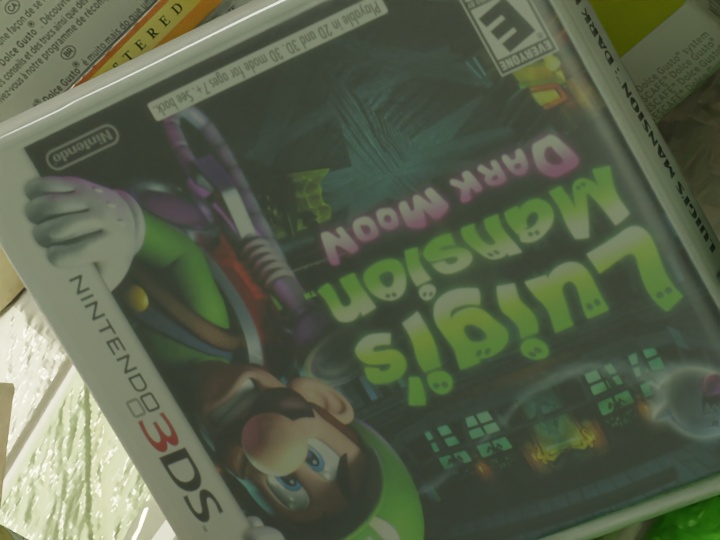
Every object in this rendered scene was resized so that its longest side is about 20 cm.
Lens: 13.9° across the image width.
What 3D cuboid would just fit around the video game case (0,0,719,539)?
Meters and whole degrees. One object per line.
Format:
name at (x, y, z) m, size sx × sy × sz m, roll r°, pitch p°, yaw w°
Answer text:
video game case at (0.004, 0.007, 0.844) m, size 0.200 × 0.182 × 0.023 m, roll -23°, pitch 15°, yaw 29°

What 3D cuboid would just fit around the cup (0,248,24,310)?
cup at (-0.216, -0.083, 1.353) m, size 0.200 × 0.143 × 0.201 m, roll -39°, pitch 33°, yaw 33°

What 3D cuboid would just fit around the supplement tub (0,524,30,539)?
supplement tub at (-0.095, 0.160, 0.856) m, size 0.145 × 0.200 × 0.145 m, roll -37°, pitch 36°, yaw 33°

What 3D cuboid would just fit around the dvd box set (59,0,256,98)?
dvd box set at (0.000, 0.000, 0.875) m, size 0.146 × 0.200 × 0.029 m, roll -42°, pitch 5°, yaw 30°

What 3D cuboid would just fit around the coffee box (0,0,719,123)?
coffee box at (-0.007, -0.125, 0.962) m, size 0.200 × 0.198 × 0.200 m, roll -40°, pitch 21°, yaw 31°

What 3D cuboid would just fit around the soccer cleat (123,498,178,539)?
soccer cleat at (-0.067, 0.124, 0.982) m, size 0.200 × 0.069 × 0.078 m, roll -43°, pitch 60°, yaw 17°

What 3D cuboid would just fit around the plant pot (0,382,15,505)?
plant pot at (-0.234, 0.157, 1.040) m, size 0.200 × 0.176 × 0.200 m, roll 112°, pitch 166°, yaw -45°
